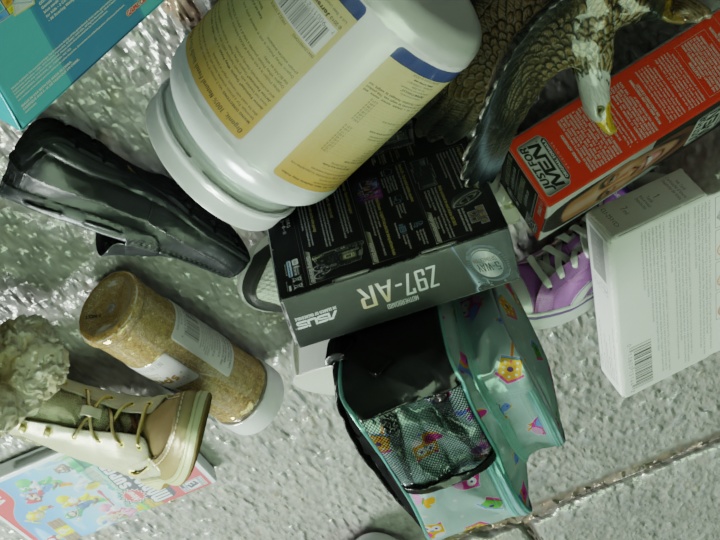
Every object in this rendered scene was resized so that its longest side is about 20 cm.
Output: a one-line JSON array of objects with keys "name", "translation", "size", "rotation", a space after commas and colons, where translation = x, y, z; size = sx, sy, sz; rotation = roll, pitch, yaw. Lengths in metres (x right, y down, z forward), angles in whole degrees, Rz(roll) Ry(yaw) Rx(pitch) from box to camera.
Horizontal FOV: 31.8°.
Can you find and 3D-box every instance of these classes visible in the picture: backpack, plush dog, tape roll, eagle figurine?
[{"name": "backpack", "translation": [0.064, 0.090, 0.921], "size": [0.152, 0.176, 0.201], "rotation": [-17, 126, 2]}, {"name": "plush dog", "translation": [-0.353, 0.076, 0.970], "size": [0.199, 0.161, 0.173], "rotation": [-30, 101, 17]}, {"name": "tape roll", "translation": [0.038, 0.078, 1.106], "size": [0.201, 0.037, 0.203], "rotation": [-3, 166, -1]}, {"name": "eagle figurine", "translation": [0.127, -0.152, 0.852], "size": [0.198, 0.152, 0.152], "rotation": [-22, 160, -1]}]

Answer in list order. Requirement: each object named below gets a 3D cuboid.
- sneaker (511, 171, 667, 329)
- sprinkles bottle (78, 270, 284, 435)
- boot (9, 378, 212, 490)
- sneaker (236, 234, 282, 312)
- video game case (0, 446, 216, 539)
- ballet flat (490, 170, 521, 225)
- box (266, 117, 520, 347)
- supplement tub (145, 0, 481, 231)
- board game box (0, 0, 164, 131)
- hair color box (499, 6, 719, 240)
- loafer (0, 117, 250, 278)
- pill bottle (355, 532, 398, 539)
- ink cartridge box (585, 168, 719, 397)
[{"name": "sneaker", "translation": [0.194, -0.028, 1.090], "size": [0.199, 0.073, 0.115], "rotation": [-22, 137, -10]}, {"name": "sprinkles bottle", "translation": [-0.149, 0.074, 1.085], "size": [0.068, 0.069, 0.200], "rotation": [-32, 136, 18]}, {"name": "boot", "translation": [-0.214, 0.125, 1.063], "size": [0.154, 0.073, 0.200], "rotation": [23, 156, -14]}, {"name": "sneaker", "translation": [0.000, 0.000, 1.023], "size": [0.198, 0.088, 0.076], "rotation": [-11, 116, -10]}, {"name": "video game case", "translation": [-0.258, 0.205, 1.232], "size": [0.198, 0.018, 0.143], "rotation": [-23, 139, 8]}, {"name": "ballet flat", "translation": [0.135, -0.073, 1.016], "size": [0.198, 0.070, 0.070], "rotation": [-19, 139, 3]}, {"name": "box", "translation": [0.012, -0.042, 0.906], "size": [0.159, 0.201, 0.044], "rotation": [-18, 124, 1]}, {"name": "supplement tub", "translation": [-0.035, -0.134, 0.833], "size": [0.144, 0.145, 0.200], "rotation": [27, 124, -38]}, {"name": "board game box", "translation": [-0.194, -0.205, 0.718], "size": [0.151, 0.047, 0.201], "rotation": [-48, 144, -22]}, {"name": "hair color box", "translation": [0.203, -0.109, 0.942], "size": [0.199, 0.062, 0.102], "rotation": [-32, 167, -2]}, {"name": "loafer", "translation": [-0.173, -0.041, 0.943], "size": [0.200, 0.068, 0.071], "rotation": [29, 105, -31]}, {"name": "pill bottle", "translation": [-0.020, 0.399, 1.449], "size": [0.115, 0.116, 0.200], "rotation": [20, 127, -34]}, {"name": "ink cartridge box", "translation": [0.285, 0.000, 1.081], "size": [0.175, 0.045, 0.201], "rotation": [-23, 134, -8]}]
